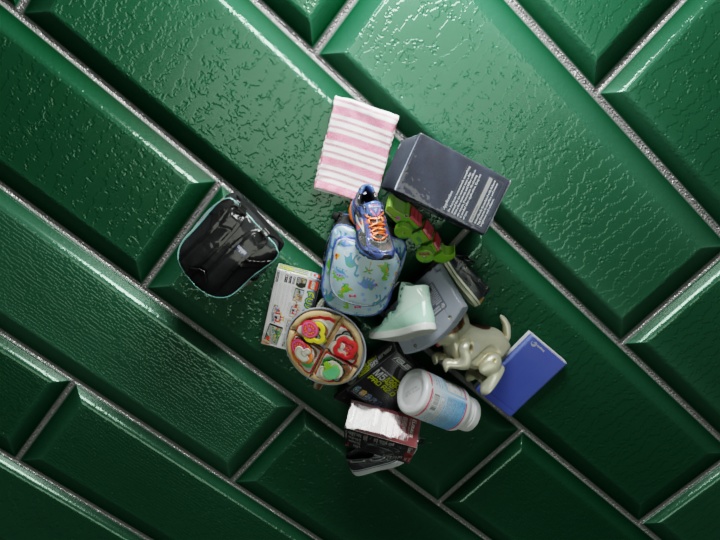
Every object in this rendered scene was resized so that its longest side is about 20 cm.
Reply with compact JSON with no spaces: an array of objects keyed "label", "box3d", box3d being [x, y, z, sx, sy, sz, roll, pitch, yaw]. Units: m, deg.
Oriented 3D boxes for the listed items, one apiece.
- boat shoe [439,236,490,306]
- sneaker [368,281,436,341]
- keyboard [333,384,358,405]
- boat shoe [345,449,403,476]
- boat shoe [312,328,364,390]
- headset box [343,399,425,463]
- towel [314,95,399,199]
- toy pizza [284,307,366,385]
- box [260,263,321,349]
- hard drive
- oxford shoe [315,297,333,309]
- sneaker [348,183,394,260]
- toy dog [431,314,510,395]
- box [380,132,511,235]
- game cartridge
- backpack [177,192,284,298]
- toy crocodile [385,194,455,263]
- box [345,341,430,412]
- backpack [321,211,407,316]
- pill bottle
[{"label":"boat shoe","box3d":[0.222,-0.011,1.182,0.062,0.075,0.201,-39,97,-1]},{"label":"sneaker","box3d":[0.091,0.092,1.170,0.073,0.121,0.199,11,159,-37]},{"label":"keyboard","box3d":[0.010,0.260,1.300,0.199,0.021,0.127,-41,133,13]},{"label":"boat shoe","box3d":[0.053,0.478,1.379,0.197,0.072,0.069,-23,111,16]},{"label":"boat shoe","box3d":[-0.056,0.216,1.273,0.071,0.076,0.202,26,111,-13]},{"label":"headset box","box3d":[0.061,0.403,1.289,0.196,0.078,0.150,12,147,6]},{"label":"towel","box3d":[-0.010,-0.252,1.114,0.144,0.030,0.203,14,110,-6]},{"label":"toy pizza","box3d":[-0.084,0.181,1.196,0.196,0.032,0.204,5,113,12]},{"label":"box","box3d":[-0.166,0.094,1.245,0.108,0.035,0.203,14,110,-5]},{"label":"hard drive","box3d":[0.401,0.263,1.314,0.131,0.025,0.201,37,107,-13]},{"label":"oxford shoe","box3d":[-0.097,0.161,1.248,0.057,0.075,0.203,28,108,22]},{"label":"sneaker","box3d":[0.021,-0.098,1.052,0.074,0.202,0.079,-7,138,-19]},{"label":"toy dog","box3d":[0.247,0.161,1.218,0.199,0.140,0.195,37,98,-13]},{"label":"box","box3d":[0.160,-0.173,1.045,0.197,0.197,0.119,25,97,-9]},{"label":"game cartridge","box3d":[0.148,0.097,1.180,0.040,0.135,0.200,2,143,-44]},{"label":"backpack","box3d":[-0.284,-0.048,1.127,0.200,0.153,0.176,-43,104,5]},{"label":"toy crocodile","box3d":[0.122,-0.082,1.079,0.061,0.068,0.200,-24,124,37]},{"label":"box","box3d":[0.081,0.279,1.281,0.159,0.045,0.200,-38,124,14]},{"label":"backpack","box3d":[0.000,0.000,1.150,0.179,0.148,0.203,14,114,-2]},{"label":"pill bottle","box3d":[0.190,0.314,1.239,0.198,0.109,0.109,28,110,-29]}]
